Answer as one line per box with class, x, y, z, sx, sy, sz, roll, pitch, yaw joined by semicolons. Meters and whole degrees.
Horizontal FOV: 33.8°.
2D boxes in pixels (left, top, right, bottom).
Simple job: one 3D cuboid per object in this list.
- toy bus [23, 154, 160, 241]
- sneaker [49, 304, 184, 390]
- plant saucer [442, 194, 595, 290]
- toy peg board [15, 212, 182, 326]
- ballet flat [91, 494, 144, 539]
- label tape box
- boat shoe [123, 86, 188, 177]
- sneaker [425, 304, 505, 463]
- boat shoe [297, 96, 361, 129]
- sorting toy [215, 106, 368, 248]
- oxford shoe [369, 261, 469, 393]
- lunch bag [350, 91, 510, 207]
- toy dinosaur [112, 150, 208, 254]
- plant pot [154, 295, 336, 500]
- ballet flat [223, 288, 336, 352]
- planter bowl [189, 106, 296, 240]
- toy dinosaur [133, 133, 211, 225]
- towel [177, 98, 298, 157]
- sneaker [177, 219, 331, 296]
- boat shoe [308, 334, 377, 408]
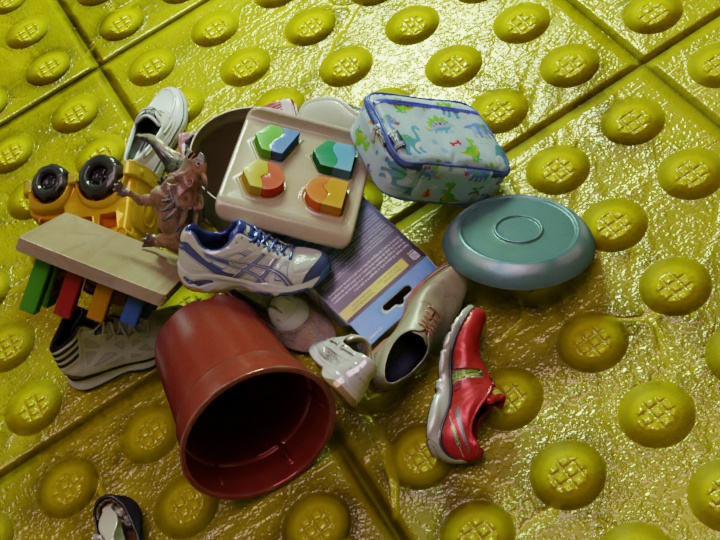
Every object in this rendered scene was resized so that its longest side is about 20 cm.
toy bus;-0.396;-0.054;1.751;0.198;0.136;0.194;-6;69;17
sneaker;-0.330;0.085;1.617;0.199;0.116;0.076;-26;50;-1
plant saucer;0.205;-0.045;1.539;0.198;0.028;0.201;-3;36;2
toy peg board;-0.346;0.018;1.582;0.198;0.200;0.098;22;103;-1
ballet flat;-0.288;0.354;1.432;0.073;0.073;0.201;-23;51;1
label tape box;0.000;0.000;1.592;0.143;0.066;0.200;-41;68;-13
boat shoe;-0.324;-0.227;1.879;0.073;0.067;0.201;-5;53;16
sneaker;0.138;0.141;1.446;0.084;0.077;0.201;6;67;17
boat shoe;-0.002;-0.209;1.758;0.201;0.060;0.073;17;93;30
sorting toy;-0.084;-0.132;1.584;0.184;0.037;0.201;14;51;-1
oxford shoe;0.082;0.073;1.494;0.071;0.074;0.201;37;76;-11
lunch bag;0.093;-0.169;1.616;0.199;0.083;0.161;4;44;-29
toy dinosaur;-0.240;-0.067;1.578;0.135;0.201;0.086;26;56;36
plant pot;-0.160;0.143;1.475;0.200;0.201;0.195;-32;43;-6
ballet flat;-0.120;0.050;1.600;0.199;0.067;0.068;24;66;32
planter bowl;-0.144;-0.113;1.667;0.198;0.135;0.201;5;52;-7
toy dinosaur;-0.260;-0.162;1.784;0.088;0.047;0.200;-38;68;-2
towel;-0.186;-0.186;1.830;0.199;0.023;0.145;-18;52;6
sneaker;-0.136;-0.020;1.517;0.198;0.089;0.075;-2;30;-6
boat shoe;-0.013;0.113;1.463;0.069;0.071;0.200;-45;15;-1
